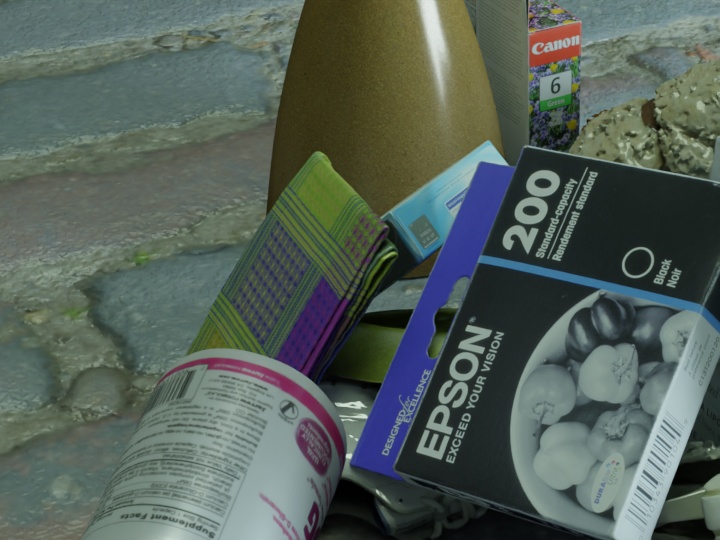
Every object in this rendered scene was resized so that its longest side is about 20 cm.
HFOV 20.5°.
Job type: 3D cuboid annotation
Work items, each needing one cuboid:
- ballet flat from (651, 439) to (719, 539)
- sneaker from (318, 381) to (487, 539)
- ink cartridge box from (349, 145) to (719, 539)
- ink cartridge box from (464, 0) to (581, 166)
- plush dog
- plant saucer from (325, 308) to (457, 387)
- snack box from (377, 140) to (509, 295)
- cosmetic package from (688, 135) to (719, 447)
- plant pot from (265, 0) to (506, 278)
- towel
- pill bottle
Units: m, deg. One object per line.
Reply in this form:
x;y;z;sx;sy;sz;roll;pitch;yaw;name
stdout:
0.191;0.125;1.049;0.071;0.072;0.199;-20;4;-29;ballet flat
0.048;0.118;1.146;0.198;0.075;0.088;-1;46;8;sneaker
0.096;0.033;1.065;0.199;0.043;0.200;12;72;39;ink cartridge box
0.120;-0.169;1.498;0.050;0.202;0.109;-14;31;-21;ink cartridge box
0.227;-0.086;1.426;0.170;0.161;0.201;-20;26;16;plush dog
0.070;0.045;1.213;0.198;0.031;0.200;2;5;0;plant saucer
0.000;0.000;1.245;0.200;0.037;0.116;-37;0;44;snack box
0.289;0.040;1.098;0.163;0.202;0.165;-6;28;-23;cosmetic package
0.017;-0.127;1.433;0.184;0.202;0.187;-2;28;1;plant pot
-0.052;0.037;1.178;0.023;0.201;0.144;23;13;-30;towel
-0.085;0.146;1.020;0.112;0.114;0.201;7;42;15;pill bottle
